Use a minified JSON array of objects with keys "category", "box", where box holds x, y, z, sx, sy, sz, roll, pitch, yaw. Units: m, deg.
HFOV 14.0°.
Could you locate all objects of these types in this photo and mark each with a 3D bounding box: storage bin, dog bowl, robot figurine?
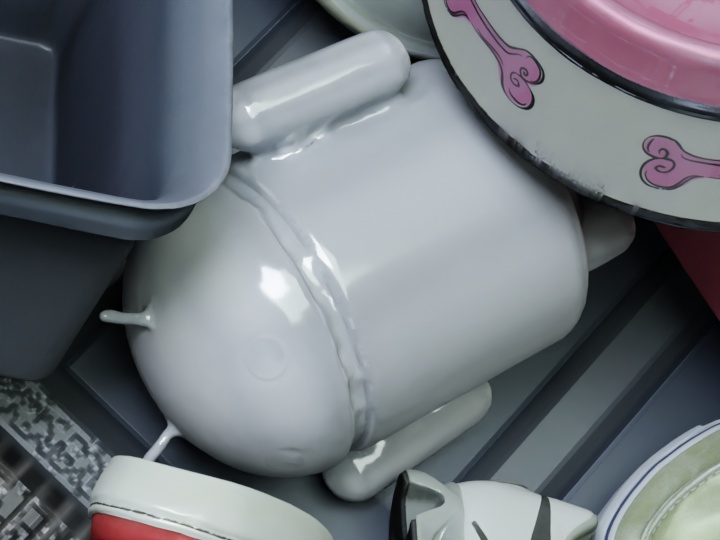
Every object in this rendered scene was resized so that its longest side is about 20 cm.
[{"category":"storage bin","box":[-0.132,-0.067,0.976,0.145,0.134,0.200,11,50,-18]},{"category":"dog bowl","box":[0.122,-0.116,0.989,0.200,0.074,0.201,3,59,-6]},{"category":"robot figurine","box":[0.000,0.000,1.032,0.200,0.113,0.170,-27,117,-22]}]

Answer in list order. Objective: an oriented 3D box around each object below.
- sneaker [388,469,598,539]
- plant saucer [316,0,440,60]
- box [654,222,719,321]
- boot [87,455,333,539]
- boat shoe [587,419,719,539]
[{"category":"sneaker","box":[0.058,0.160,1.003,0.088,0.074,0.200,4,60,-8]},{"category":"plant saucer","box":[0.051,-0.175,1.079,0.200,0.050,0.201,-8,104,-36]},{"category":"box","box":[0.195,-0.023,1.050,0.128,0.109,0.200,-22,64,-21]},{"category":"boot","box":[-0.062,0.147,0.930,0.072,0.200,0.145,17,70,12]},{"category":"boat shoe","box":[0.173,0.074,1.087,0.200,0.062,0.072,-25,82,-21]}]
